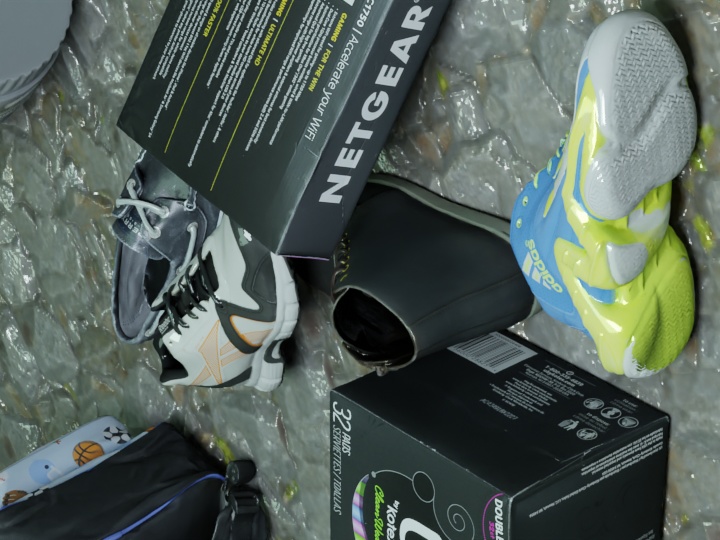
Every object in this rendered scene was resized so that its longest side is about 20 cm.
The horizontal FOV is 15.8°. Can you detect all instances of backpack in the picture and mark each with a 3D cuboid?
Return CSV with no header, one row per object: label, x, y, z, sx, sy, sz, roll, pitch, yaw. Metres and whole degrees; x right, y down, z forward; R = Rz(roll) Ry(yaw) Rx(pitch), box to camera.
backpack,-0.178,0.208,1.741,0.154,0.200,0.191,40,144,39

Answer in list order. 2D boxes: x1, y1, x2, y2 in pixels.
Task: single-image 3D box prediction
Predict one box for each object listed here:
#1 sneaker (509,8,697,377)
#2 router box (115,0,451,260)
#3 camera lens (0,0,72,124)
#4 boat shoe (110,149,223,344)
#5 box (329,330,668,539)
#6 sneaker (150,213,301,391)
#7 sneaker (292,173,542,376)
sneaker,0.112,-0.043,1.313,0.105,0.076,0.200,24,128,44
router box,-0.038,-0.128,1.416,0.149,0.051,0.200,39,113,35
camera lens,-0.293,-0.151,1.699,0.200,0.160,0.160,-32,83,54
boat shoe,-0.122,-0.035,1.623,0.072,0.068,0.200,44,139,28
box,0.073,0.157,1.434,0.148,0.124,0.200,28,129,42
sneaker,-0.082,0.020,1.546,0.200,0.080,0.074,103,159,-58
sneaker,0.000,0.000,1.453,0.200,0.106,0.075,11,118,49
